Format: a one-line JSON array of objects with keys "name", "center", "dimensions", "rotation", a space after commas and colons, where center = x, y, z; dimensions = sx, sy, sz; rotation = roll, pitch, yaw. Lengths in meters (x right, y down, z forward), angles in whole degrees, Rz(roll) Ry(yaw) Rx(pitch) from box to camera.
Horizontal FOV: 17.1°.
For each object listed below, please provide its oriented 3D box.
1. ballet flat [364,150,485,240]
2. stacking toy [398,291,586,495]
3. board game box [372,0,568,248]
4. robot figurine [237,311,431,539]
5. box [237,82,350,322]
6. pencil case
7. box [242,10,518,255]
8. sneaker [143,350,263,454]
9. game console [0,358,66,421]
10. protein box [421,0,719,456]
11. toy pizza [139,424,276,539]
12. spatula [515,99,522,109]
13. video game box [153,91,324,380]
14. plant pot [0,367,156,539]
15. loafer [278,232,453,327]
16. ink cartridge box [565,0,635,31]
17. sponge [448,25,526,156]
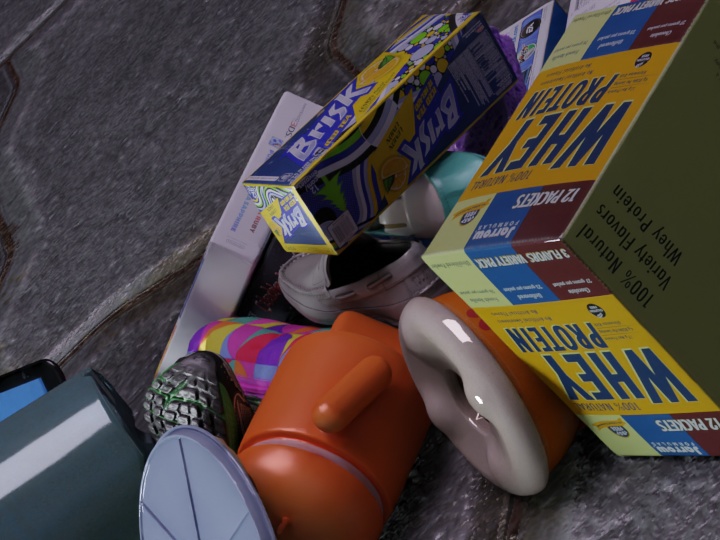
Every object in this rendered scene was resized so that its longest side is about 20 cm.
[{"name": "ballet flat", "center": [0.032, -0.047, 1.711], "dimensions": [0.070, 0.068, 0.200], "rotation": [-20, 12, -25]}, {"name": "stacking toy", "center": [0.137, 0.036, 1.537], "dimensions": [0.200, 0.147, 0.146], "rotation": [-34, 20, -16]}, {"name": "board game box", "center": [0.084, -0.096, 1.890], "dimensions": [0.195, 0.056, 0.200], "rotation": [-30, 28, 31]}, {"name": "robot figurine", "center": [-0.021, 0.121, 1.631], "dimensions": [0.143, 0.117, 0.200], "rotation": [-18, 35, 43]}, {"name": "box", "center": [-0.040, -0.042, 1.903], "dimensions": [0.200, 0.038, 0.137], "rotation": [120, 174, -62]}, {"name": "pencil case", "center": [-0.061, 0.080, 1.809], "dimensions": [0.089, 0.088, 0.200], "rotation": [-54, 25, -20]}, {"name": "box", "center": [0.015, -0.097, 1.670], "dimensions": [0.200, 0.064, 0.070], "rotation": [-44, 25, -25]}, {"name": "sneaker", "center": [-0.095, 0.111, 1.698], "dimensions": [0.078, 0.200, 0.085], "rotation": [29, 66, 23]}, {"name": "game console", "center": [-0.309, 0.192, 1.983], "dimensions": [0.200, 0.119, 0.173], "rotation": [-21, 32, 44]}, {"name": "protein box", "center": [0.183, -0.025, 1.433], "dimensions": [0.135, 0.199, 0.200], "rotation": [-7, 44, 55]}, {"name": "toy pizza", "center": [-0.089, 0.198, 1.578], "dimensions": [0.032, 0.201, 0.200], "rotation": [-12, 7, -30]}, {"name": "spatula", "center": [0.160, -0.051, 1.635], "dimensions": [0.056, 0.021, 0.201], "rotation": [-28, 53, 7]}, {"name": "video game box", "center": [-0.099, -0.020, 1.963], "dimensions": [0.183, 0.047, 0.200], "rotation": [-63, 0, -41]}, {"name": "plant pot", "center": [-0.237, 0.190, 1.805], "dimensions": [0.196, 0.201, 0.200], "rotation": [-36, 24, -1]}, {"name": "loafer", "center": [0.000, 0.000, 1.721], "dimensions": [0.070, 0.070, 0.200], "rotation": [-47, 27, -25]}, {"name": "ink cartridge box", "center": [0.221, -0.225, 1.660], "dimensions": [0.145, 0.083, 0.201], "rotation": [-31, 41, 54]}, {"name": "sponge", "center": [0.089, -0.069, 1.732], "dimensions": [0.112, 0.030, 0.201], "rotation": [-49, 39, 38]}]
